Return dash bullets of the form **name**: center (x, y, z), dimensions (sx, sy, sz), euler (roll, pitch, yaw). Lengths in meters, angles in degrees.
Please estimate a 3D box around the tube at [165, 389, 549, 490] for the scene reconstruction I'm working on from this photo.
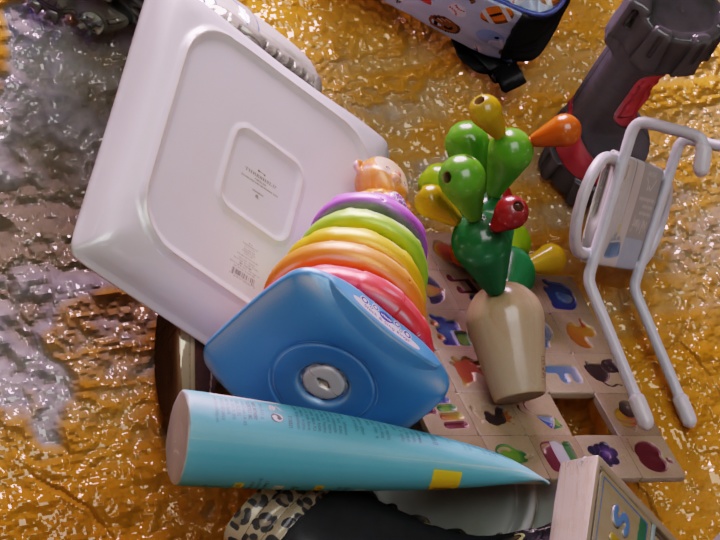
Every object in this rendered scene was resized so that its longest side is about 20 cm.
- **tube**: center (-0.003, 0.098, 1.571), dimensions (0.199, 0.077, 0.051), euler (6, 99, -16)

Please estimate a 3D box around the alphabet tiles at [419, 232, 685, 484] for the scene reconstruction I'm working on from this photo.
- **alphabet tiles**: center (0.084, 0.049, 1.722), dimensions (0.166, 0.008, 0.200), euler (2, 44, -33)

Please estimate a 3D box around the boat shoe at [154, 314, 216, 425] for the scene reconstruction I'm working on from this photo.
- **boat shoe**: center (-0.077, 0.002, 1.715), dimensions (0.072, 0.072, 0.201), euler (10, 56, -10)

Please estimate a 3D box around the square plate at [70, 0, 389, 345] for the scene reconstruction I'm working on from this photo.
- **square plate**: center (-0.064, -0.045, 1.689), dimensions (0.200, 0.028, 0.199), euler (35, 53, -31)

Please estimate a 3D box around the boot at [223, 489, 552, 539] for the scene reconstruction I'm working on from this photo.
- **boot**: center (0.037, 0.149, 1.614), dimensions (0.154, 0.074, 0.203), euler (37, 41, 22)

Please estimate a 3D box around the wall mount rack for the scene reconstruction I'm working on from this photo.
- **wall mount rack**: center (0.176, 0.001, 1.736), dimensions (0.074, 0.200, 0.175), euler (16, 93, 20)

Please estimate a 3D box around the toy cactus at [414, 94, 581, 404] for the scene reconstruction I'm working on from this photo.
- **toy cactus**: center (0.086, -0.007, 1.691), dimensions (0.102, 0.200, 0.166), euler (-10, 78, -1)

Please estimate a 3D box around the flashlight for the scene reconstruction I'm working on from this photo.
- **flashlight**: center (0.167, -0.108, 1.763), dimensions (0.068, 0.200, 0.068), euler (-35, 79, -28)

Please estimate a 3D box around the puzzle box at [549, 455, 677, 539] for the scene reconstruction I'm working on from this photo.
- **puzzle box**: center (0.138, 0.216, 1.560), dimensions (0.133, 0.025, 0.201), euler (45, 42, -39)

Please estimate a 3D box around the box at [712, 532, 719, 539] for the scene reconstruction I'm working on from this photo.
- **box**: center (0.237, 0.258, 1.664), dimensions (0.124, 0.098, 0.201), euler (22, 60, -5)

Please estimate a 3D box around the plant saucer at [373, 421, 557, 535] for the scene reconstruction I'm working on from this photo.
- **plant saucer**: center (0.045, 0.134, 1.696), dimensions (0.199, 0.050, 0.201), euler (6, 64, -13)

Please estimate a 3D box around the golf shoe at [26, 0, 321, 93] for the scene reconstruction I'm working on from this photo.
- **golf shoe**: center (-0.103, -0.169, 1.790), dimensions (0.199, 0.078, 0.097), euler (31, 50, -4)

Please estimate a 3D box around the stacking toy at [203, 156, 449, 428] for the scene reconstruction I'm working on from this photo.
- **stacking toy**: center (0.000, 0.000, 1.658), dimensions (0.116, 0.110, 0.200), euler (39, 37, -17)

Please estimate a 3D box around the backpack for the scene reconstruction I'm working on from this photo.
- **backpack**: center (0.058, -0.245, 1.835), dimensions (0.190, 0.154, 0.201), euler (20, 63, 6)
